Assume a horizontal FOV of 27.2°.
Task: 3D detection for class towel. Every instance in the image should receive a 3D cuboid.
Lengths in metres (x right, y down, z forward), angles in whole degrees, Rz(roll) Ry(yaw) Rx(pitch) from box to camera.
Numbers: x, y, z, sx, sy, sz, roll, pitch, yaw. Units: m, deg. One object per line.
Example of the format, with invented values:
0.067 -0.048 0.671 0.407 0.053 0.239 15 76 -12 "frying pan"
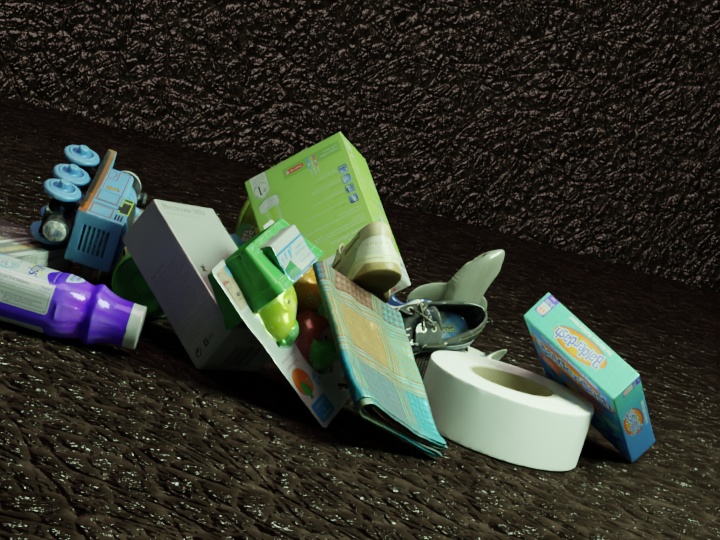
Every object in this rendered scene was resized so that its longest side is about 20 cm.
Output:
0.020 0.090 1.553 0.146 0.022 0.201 34 28 -42 "towel"

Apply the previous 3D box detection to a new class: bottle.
-0.323 0.032 1.545 0.198 0.066 0.084 17 7 -4 "bottle"

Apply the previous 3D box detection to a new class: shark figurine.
0.134 0.085 1.882 0.127 0.216 0.090 -14 38 -7 "shark figurine"

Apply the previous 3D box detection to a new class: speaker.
-0.236 0.007 1.815 0.088 0.089 0.200 18 9 8 "speaker"

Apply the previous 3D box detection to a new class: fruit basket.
-0.062 0.047 1.584 0.200 0.094 0.185 49 27 -2 "fruit basket"

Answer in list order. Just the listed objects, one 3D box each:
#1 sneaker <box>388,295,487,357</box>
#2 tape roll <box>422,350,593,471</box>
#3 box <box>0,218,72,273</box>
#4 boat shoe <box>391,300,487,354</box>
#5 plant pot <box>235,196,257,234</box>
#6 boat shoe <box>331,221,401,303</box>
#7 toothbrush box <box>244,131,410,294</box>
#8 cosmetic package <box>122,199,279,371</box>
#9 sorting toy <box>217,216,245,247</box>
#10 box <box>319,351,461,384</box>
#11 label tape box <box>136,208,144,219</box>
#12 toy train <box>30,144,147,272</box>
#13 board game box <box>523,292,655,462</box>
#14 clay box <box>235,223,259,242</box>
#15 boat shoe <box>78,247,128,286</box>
0.088 0.080 2.005 0.199 0.089 0.075 21 7 16 "sneaker"
0.165 0.159 1.711 0.201 0.071 0.202 17 8 -2 "tape roll"
-0.443 -0.025 1.725 0.157 0.049 0.200 21 9 10 "box"
0.075 0.066 1.743 0.199 0.066 0.070 2 56 -43 "boat shoe"
-0.048 -0.022 2.111 0.199 0.202 0.193 11 22 -38 "plant pot"
0.000 0.000 1.684 0.071 0.066 0.200 -1 -17 -14 "boat shoe"
-0.043 -0.047 1.863 0.086 0.145 0.201 43 23 -58 "toothbrush box"
-0.173 0.017 1.663 0.101 0.074 0.201 7 42 -51 "cosmetic package"
-0.141 0.009 1.849 0.200 0.036 0.185 48 12 7 "sorting toy"
0.016 0.096 1.806 0.199 0.076 0.100 13 10 -41 "box"
-0.306 -0.050 2.111 0.142 0.067 0.200 17 10 -2 "label tape box"
-0.321 -0.078 1.782 0.113 0.087 0.200 20 25 -7 "toy train"
0.273 0.130 1.761 0.152 0.045 0.200 45 -9 32 "board game box"
-0.080 0.019 1.956 0.198 0.116 0.048 20 8 15 "clay box"
-0.301 -0.015 1.872 0.071 0.076 0.200 20 10 2 "boat shoe"
